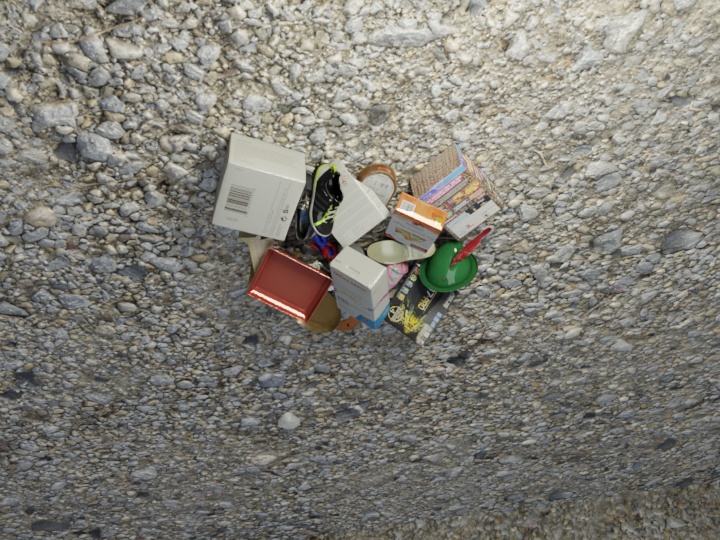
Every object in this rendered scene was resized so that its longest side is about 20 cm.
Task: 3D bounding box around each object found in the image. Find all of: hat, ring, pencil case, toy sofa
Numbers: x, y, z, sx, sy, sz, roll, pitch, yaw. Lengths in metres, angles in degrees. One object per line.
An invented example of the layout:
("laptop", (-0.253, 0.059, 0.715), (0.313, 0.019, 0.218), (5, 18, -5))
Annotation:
("hat", (0.248, -0.063, 1.706), (0.197, 0.167, 0.177), (-26, 138, -5))
("ring", (-0.081, 0.098, 1.875), (0.197, 0.019, 0.203), (16, 129, 21))
("pencil case", (0.055, 0.032, 1.836), (0.087, 0.088, 0.200), (27, 125, -29))
("toy sofa", (-0.280, -0.048, 1.719), (0.095, 0.084, 0.202), (-2, 134, 0))

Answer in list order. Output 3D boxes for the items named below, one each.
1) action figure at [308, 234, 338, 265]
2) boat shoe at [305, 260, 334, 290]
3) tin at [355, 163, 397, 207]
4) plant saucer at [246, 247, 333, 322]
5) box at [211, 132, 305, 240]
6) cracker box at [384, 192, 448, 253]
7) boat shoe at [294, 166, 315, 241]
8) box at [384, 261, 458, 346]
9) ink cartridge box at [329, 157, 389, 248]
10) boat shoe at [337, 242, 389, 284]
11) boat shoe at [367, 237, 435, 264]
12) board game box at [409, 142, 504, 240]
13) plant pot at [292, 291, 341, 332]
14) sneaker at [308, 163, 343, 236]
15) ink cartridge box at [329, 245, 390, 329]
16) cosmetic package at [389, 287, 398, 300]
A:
("action figure", (-0.109, -0.082, 1.730), (0.064, 0.052, 0.201), (-4, 139, 19))
("boat shoe", (-0.141, 0.005, 1.773), (0.195, 0.074, 0.069), (12, 121, 16))
("tin", (0.024, -0.198, 1.645), (0.110, 0.042, 0.201), (18, 130, -17))
("plant saucer", (-0.196, 0.036, 1.697), (0.197, 0.037, 0.201), (26, 130, -10))
("box", (-0.257, -0.208, 1.534), (0.196, 0.132, 0.201), (12, 132, -18))
("cracker box", (0.144, -0.122, 1.625), (0.132, 0.059, 0.200), (24, 164, 1))
("boat shoe", (-0.144, -0.169, 1.598), (0.069, 0.066, 0.203), (19, 121, 13))
("box", (0.177, 0.102, 1.839), (0.160, 0.049, 0.202), (34, 94, 0))
("ink cartridge box", (-0.043, -0.181, 1.617), (0.159, 0.047, 0.201), (-34, 98, 33))
("boat shoe", (0.002, -0.002, 1.768), (0.199, 0.074, 0.068), (43, 148, 0))
("boat shoe", (0.114, -0.067, 1.757), (0.197, 0.063, 0.075), (-6, 120, -7))
("board game box", (0.256, -0.206, 1.620), (0.159, 0.098, 0.199), (-36, 128, 26))
("plant pot", (-0.145, 0.107, 1.880), (0.196, 0.028, 0.203), (14, 130, 17))
("sneaker", (-0.084, -0.173, 1.552), (0.071, 0.082, 0.204), (-23, 126, -37))
("ink cartridge box", (0.001, 0.048, 1.670), (0.143, 0.085, 0.202), (29, 151, 25))
("cosmetic package", (0.111, 0.101, 1.913), (0.196, 0.083, 0.051), (-13, 135, 5))
